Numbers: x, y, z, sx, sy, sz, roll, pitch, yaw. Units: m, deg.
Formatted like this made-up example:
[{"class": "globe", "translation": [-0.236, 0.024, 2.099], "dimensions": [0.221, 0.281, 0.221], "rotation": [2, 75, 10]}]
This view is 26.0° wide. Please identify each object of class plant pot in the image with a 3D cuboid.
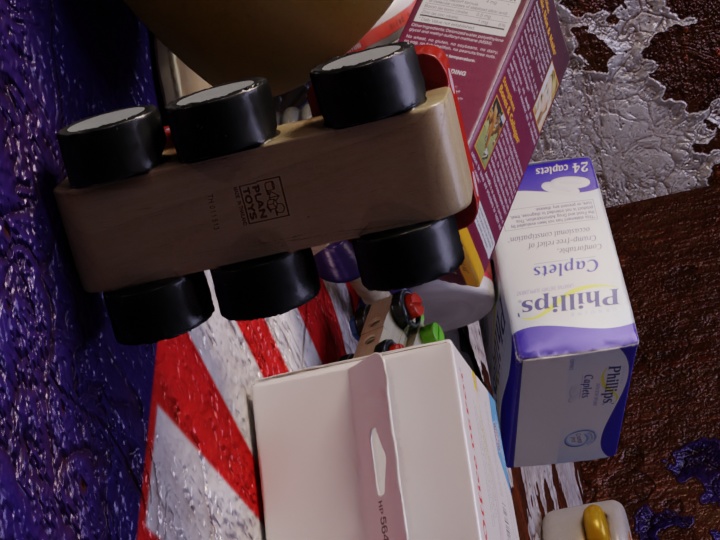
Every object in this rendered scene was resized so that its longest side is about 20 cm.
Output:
[{"class": "plant pot", "translation": [-0.070, -0.204, 0.746], "dimensions": [0.141, 0.199, 0.202], "rotation": [28, 44, -37]}]

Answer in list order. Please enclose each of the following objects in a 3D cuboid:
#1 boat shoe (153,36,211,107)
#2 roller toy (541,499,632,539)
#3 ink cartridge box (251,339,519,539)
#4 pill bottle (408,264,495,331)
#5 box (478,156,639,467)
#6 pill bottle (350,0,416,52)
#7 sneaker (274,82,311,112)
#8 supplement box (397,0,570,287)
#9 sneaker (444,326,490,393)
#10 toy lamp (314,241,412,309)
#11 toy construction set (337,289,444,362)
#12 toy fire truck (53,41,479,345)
[{"class": "boat shoe", "translation": [-0.077, -0.134, 0.884], "dimensions": [0.072, 0.064, 0.203], "rotation": [42, 38, -72]}, {"class": "roller toy", "translation": [0.354, 0.439, 2.334], "dimensions": [0.182, 0.138, 0.203], "rotation": [-27, 104, -79]}, {"class": "ink cartridge box", "translation": [0.018, 0.130, 0.940], "dimensions": [0.200, 0.124, 0.130], "rotation": [51, 29, -68]}, {"class": "pill bottle", "translation": [0.050, -0.056, 1.348], "dimensions": [0.111, 0.109, 0.202], "rotation": [54, 27, -66]}, {"class": "box", "translation": [0.165, 0.039, 1.371], "dimensions": [0.185, 0.104, 0.202], "rotation": [87, -4, -54]}, {"class": "pill bottle", "translation": [0.025, -0.114, 1.203], "dimensions": [0.116, 0.115, 0.202], "rotation": [-78, 146, -65]}, {"class": "sneaker", "translation": [-0.044, -0.149, 1.062], "dimensions": [0.079, 0.074, 0.202], "rotation": [-85, 163, -66]}, {"class": "supplement box", "translation": [0.068, -0.107, 1.084], "dimensions": [0.202, 0.085, 0.111], "rotation": [-66, 154, -22]}, {"class": "sneaker", "translation": [0.084, 0.085, 1.464], "dimensions": [0.114, 0.075, 0.202], "rotation": [-81, 154, -55]}, {"class": "toy lamp", "translation": [0.000, 0.000, 1.171], "dimensions": [0.200, 0.057, 0.059], "rotation": [51, 29, -67]}, {"class": "toy construction set", "translation": [0.032, 0.097, 1.140], "dimensions": [0.132, 0.091, 0.201], "rotation": [56, 14, -23]}, {"class": "toy fire truck", "translation": [-0.030, -0.039, 0.737], "dimensions": [0.200, 0.174, 0.130], "rotation": [-70, 146, -71]}]
